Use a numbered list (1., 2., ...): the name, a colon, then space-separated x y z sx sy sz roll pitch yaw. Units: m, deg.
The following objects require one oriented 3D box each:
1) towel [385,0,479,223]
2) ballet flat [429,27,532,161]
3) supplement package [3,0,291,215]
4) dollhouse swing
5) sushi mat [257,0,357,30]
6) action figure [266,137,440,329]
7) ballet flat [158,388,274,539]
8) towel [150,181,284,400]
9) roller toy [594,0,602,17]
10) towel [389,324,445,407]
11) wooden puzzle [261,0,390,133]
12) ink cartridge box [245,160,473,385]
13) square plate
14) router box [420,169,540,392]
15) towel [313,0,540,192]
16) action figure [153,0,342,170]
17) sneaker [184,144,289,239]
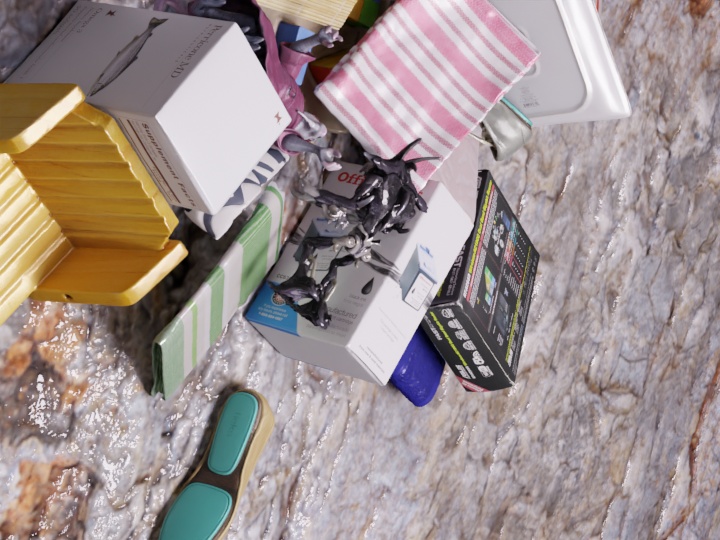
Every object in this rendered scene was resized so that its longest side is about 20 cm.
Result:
1. towel: 0.071 -0.158 1.867 0.200 0.032 0.191 46 40 -47
2. ballet flat: 0.092 -0.192 1.805 0.064 0.067 0.200 -43 99 5
3. supplement package: -0.181 -0.141 1.495 0.117 0.200 0.117 -53 135 -26
4. dollhouse swing: -0.284 -0.022 1.450 0.176 0.182 0.200 -62 140 -34
5. sushi mat: -0.068 -0.281 1.635 0.200 0.012 0.096 11 130 -43
6. action figure: -0.013 -0.050 1.700 0.200 0.102 0.119 -54 143 -6
7. ballet flat: -0.136 0.216 1.763 0.200 0.069 0.063 -63 153 -13
8. towel: -0.135 0.021 1.680 0.200 0.023 0.153 -53 170 -24
9. roller toy: 0.166 -0.294 1.907 0.182 0.140 0.200 53 51 -49
10. towel: 0.041 0.039 1.936 0.200 0.049 0.148 49 57 -44
11. wooden puzzle: -0.042 -0.243 1.750 0.200 0.046 0.186 17 88 -50
12. ink cartridge box: 0.000 0.000 1.792 0.086 0.146 0.200 47 65 -45
13. square plate: 0.157 -0.227 1.811 0.028 0.200 0.198 -50 125 -45
14. router box: 0.129 0.012 1.955 0.150 0.062 0.200 56 36 -38
15. towel: 0.067 -0.193 1.743 0.146 0.030 0.200 44 77 -11
16. action figure: -0.092 -0.164 1.639 0.200 0.149 0.134 54 36 -56
17. sneaker: -0.146 -0.110 1.644 0.130 0.079 0.199 43 25 -5
